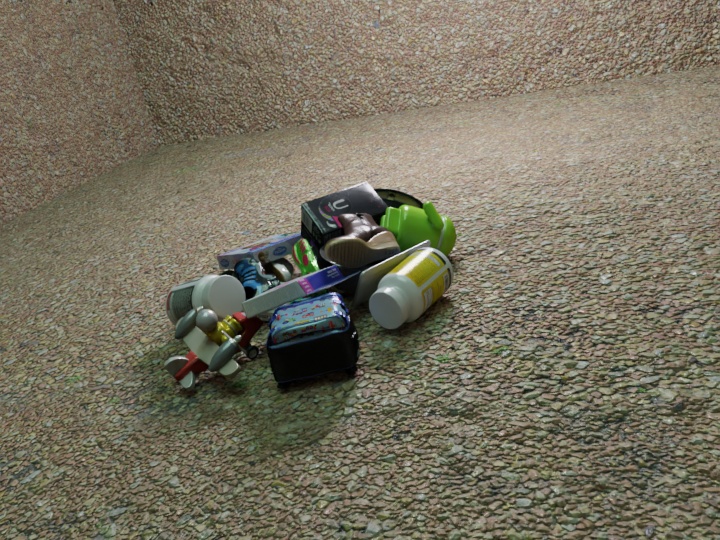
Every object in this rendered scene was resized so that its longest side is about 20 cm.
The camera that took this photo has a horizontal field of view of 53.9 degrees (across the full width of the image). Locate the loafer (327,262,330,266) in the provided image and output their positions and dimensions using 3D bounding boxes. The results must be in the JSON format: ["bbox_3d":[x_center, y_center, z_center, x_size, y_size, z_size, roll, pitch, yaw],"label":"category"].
[{"bbox_3d":[-0.111,-0.042,1.889,0.069,0.069,0.201,-16,16,15],"label":"loafer"}]

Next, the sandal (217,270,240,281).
[{"bbox_3d":[-0.391,0.062,1.800,0.057,0.081,0.200,-15,8,46],"label":"sandal"}]

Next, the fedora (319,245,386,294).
[{"bbox_3d":[0.000,0.000,1.679,0.197,0.092,0.177,-4,22,-17],"label":"fedora"}]

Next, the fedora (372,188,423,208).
[{"bbox_3d":[0.084,-0.141,1.945,0.198,0.201,0.093,1,61,30],"label":"fedora"}]

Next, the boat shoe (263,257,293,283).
[{"bbox_3d":[-0.206,-0.003,1.835,0.068,0.072,0.200,-18,19,-19],"label":"boat shoe"}]

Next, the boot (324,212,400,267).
[{"bbox_3d":[-0.020,-0.077,1.627,0.197,0.073,0.167,-1,31,-31],"label":"boot"}]

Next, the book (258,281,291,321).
[{"bbox_3d":[-0.223,0.077,1.703,0.197,0.049,0.134,3,28,26],"label":"book"}]

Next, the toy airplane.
[{"bbox_3d":[-0.314,0.147,1.446,0.196,0.143,0.200,-3,31,11],"label":"toy airplane"}]

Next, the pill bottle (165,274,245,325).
[{"bbox_3d":[-0.355,0.073,1.625,0.198,0.115,0.113,-12,16,48],"label":"pill bottle"}]

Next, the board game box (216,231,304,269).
[{"bbox_3d":[-0.247,-0.054,1.864,0.198,0.042,0.198,-23,12,-38],"label":"board game box"}]

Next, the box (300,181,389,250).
[{"bbox_3d":[-0.039,-0.124,1.787,0.198,0.107,0.123,-22,53,-24],"label":"box"}]

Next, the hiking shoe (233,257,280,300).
[{"bbox_3d":[-0.262,0.027,1.682,0.086,0.075,0.199,-26,32,-27],"label":"hiking shoe"}]

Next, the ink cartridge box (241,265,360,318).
[{"bbox_3d":[-0.123,0.034,1.509,0.198,0.044,0.196,-22,1,23],"label":"ink cartridge box"}]

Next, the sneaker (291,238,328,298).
[{"bbox_3d":[-0.102,0.011,1.672,0.077,0.083,0.202,-39,51,31],"label":"sneaker"}]

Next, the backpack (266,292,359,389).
[{"bbox_3d":[-0.094,0.120,1.403,0.179,0.137,0.201,-12,21,3],"label":"backpack"}]

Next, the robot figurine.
[{"bbox_3d":[0.146,-0.091,1.740,0.197,0.176,0.117,13,62,-11],"label":"robot figurine"}]

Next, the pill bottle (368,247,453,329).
[{"bbox_3d":[0.106,0.039,1.507,0.111,0.114,0.199,5,28,37],"label":"pill bottle"}]

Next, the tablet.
[{"bbox_3d":[0.071,0.008,1.608,0.198,0.131,0.014,-26,61,-27],"label":"tablet"}]
